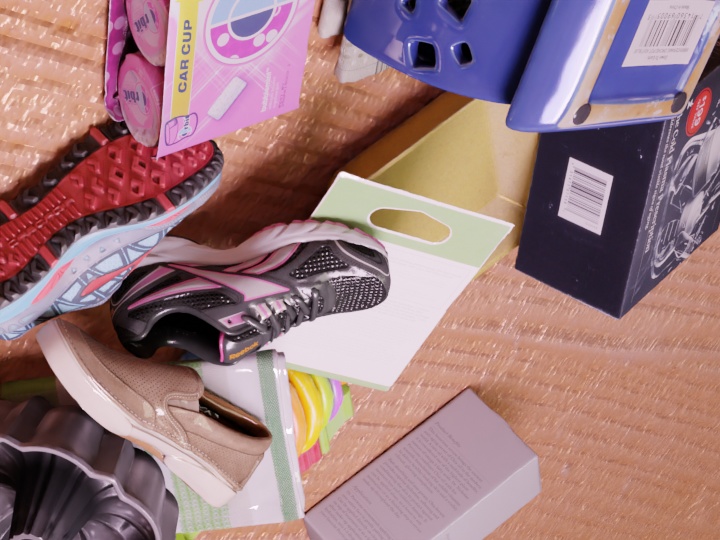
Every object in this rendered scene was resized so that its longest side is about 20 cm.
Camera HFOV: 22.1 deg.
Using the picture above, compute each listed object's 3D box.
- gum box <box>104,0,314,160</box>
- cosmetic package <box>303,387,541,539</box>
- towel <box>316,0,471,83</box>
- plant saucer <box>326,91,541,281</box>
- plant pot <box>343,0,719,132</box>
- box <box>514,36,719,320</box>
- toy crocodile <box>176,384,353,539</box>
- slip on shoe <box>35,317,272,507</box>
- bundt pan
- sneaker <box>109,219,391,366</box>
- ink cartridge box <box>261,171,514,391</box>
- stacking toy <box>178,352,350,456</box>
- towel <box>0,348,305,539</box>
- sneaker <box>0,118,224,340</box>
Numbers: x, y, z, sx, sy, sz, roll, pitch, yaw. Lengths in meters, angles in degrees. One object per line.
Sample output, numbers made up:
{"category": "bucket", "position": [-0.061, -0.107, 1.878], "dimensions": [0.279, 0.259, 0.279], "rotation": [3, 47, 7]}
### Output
{"category": "gum box", "position": [-0.090, -0.171, 1.129], "dimensions": [0.113, 0.066, 0.201], "rotation": [-24, 140, -33]}
{"category": "cosmetic package", "position": [0.058, 0.211, 1.677], "dimensions": [0.199, 0.101, 0.071], "rotation": [-36, 146, -16]}
{"category": "towel", "position": [0.058, -0.237, 1.272], "dimensions": [0.192, 0.034, 0.201], "rotation": [-24, 139, -37]}
{"category": "plant saucer", "position": [0.054, -0.056, 1.436], "dimensions": [0.199, 0.048, 0.201], "rotation": [-37, 146, -16]}
{"category": "plant pot", "position": [0.136, -0.199, 1.207], "dimensions": [0.199, 0.180, 0.201], "rotation": [-9, 128, -47]}
{"category": "box", "position": [0.226, -0.098, 1.484], "dimensions": [0.182, 0.104, 0.201], "rotation": [-37, 144, -45]}
{"category": "toy crocodile", "position": [-0.083, 0.158, 1.492], "dimensions": [0.199, 0.062, 0.068], "rotation": [-32, 145, -23]}
{"category": "slip on shoe", "position": [-0.133, 0.084, 1.219], "dimensions": [0.061, 0.076, 0.200], "rotation": [-41, 126, 5]}
{"category": "bundt pan", "position": [-0.213, 0.165, 1.260], "dimensions": [0.076, 0.200, 0.203], "rotation": [-72, 175, -50]}
{"category": "sneaker", "position": [-0.076, 0.027, 1.260], "dimensions": [0.198, 0.087, 0.081], "rotation": [-6, 139, -2]}
{"category": "ink cartridge box", "position": [0.000, 0.000, 1.340], "dimensions": [0.144, 0.048, 0.200], "rotation": [15, 131, -24]}
{"category": "stacking toy", "position": [-0.054, 0.096, 1.442], "dimensions": [0.199, 0.109, 0.117], "rotation": [-28, 135, -46]}
{"category": "towel", "position": [-0.144, 0.124, 1.312], "dimensions": [0.198, 0.031, 0.150], "rotation": [-5, 122, 1]}
{"category": "sneaker", "position": [-0.177, -0.025, 1.196], "dimensions": [0.199, 0.080, 0.096], "rotation": [-31, 158, -12]}
